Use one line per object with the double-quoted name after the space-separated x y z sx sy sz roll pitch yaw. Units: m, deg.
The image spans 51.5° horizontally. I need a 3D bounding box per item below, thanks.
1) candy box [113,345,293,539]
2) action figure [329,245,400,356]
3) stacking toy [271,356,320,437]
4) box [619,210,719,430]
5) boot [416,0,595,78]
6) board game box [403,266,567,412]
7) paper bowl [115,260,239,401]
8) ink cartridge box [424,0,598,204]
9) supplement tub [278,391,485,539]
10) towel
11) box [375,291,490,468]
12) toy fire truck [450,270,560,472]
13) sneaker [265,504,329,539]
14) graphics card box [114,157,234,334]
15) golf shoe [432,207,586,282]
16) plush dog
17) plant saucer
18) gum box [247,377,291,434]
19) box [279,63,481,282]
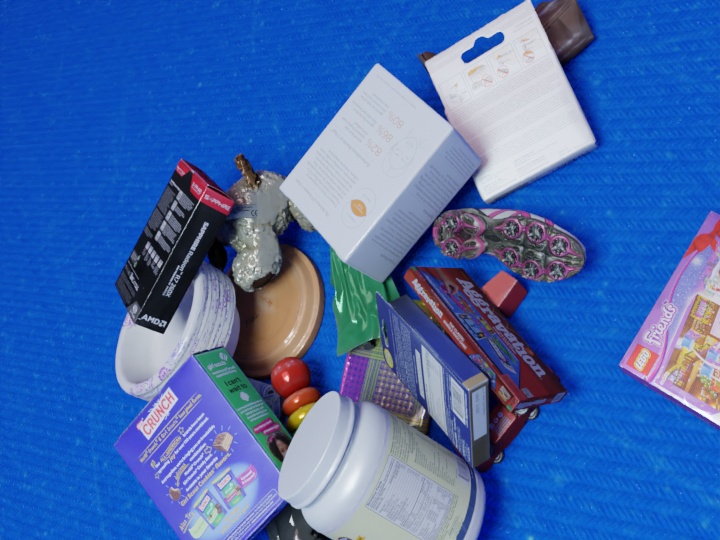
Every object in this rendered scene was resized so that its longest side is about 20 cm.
-0.177 0.227 0.903 0.169 0.077 0.201 -45 77 16 "candy box"
0.000 0.000 0.999 0.116 0.054 0.205 -23 66 21 "action figure"
-0.059 0.201 0.948 0.084 0.085 0.203 -32 68 14 "stacking toy"
0.388 0.055 0.798 0.136 0.039 0.203 32 89 33 "box"
0.198 -0.309 1.028 0.201 0.064 0.187 -48 69 8 "boot"
0.138 0.070 0.836 0.201 0.101 0.020 53 122 32 "board game box"
-0.243 0.089 1.035 0.198 0.103 0.205 -29 46 34 "paper bowl"
0.192 -0.214 0.966 0.158 0.050 0.204 -26 81 19 "ink cartridge box"
0.023 0.237 0.817 0.146 0.198 0.146 -51 16 21 "supplement tub"
0.043 0.128 0.974 0.140 0.023 0.205 7 75 30 "towel"
0.080 0.113 0.856 0.032 0.124 0.200 -23 39 -19 "box"
0.159 0.120 0.895 0.201 0.049 0.141 -51 56 4 "toy fire truck"
-0.076 0.331 0.942 0.088 0.076 0.206 -8 77 19 "sneaker"
-0.250 -0.034 0.990 0.203 0.050 0.125 -60 38 5 "graphics card box"
0.189 -0.043 0.913 0.197 0.091 0.075 18 116 37 "golf shoe"
-0.162 -0.082 1.090 0.201 0.161 0.170 -50 21 -27 "plush dog"
-0.144 0.056 1.101 0.195 0.032 0.206 -11 66 26 "plant saucer"
-0.193 0.233 1.052 0.196 0.044 0.174 10 76 33 "gum box"
0.024 -0.119 0.931 0.201 0.106 0.153 -49 59 9 "box"
